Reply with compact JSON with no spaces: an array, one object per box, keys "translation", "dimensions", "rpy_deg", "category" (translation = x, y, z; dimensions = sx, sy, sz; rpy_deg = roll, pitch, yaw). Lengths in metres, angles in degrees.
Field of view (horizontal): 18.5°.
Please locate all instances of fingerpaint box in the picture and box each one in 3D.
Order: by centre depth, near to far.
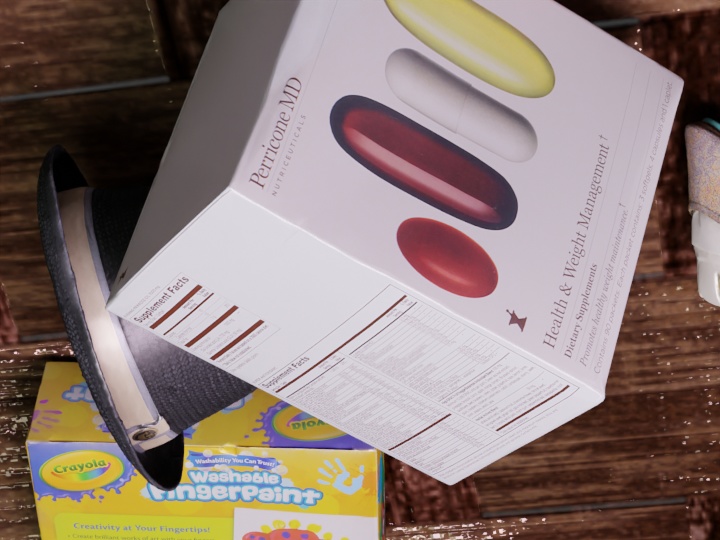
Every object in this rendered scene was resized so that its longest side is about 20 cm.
[{"translation":[-0.085,0.138,1.309],"dimensions":[0.199,0.073,0.167],"rpy_deg":[1,129,4],"category":"fingerpaint box"}]

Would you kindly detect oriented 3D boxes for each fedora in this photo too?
[{"translation":[-0.096,0.015,1.152],"dimensions":[0.091,0.201,0.201],"rpy_deg":[-18,126,2],"category":"fedora"}]

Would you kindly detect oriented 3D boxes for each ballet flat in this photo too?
[{"translation":[0.220,0.006,1.173],"dimensions":[0.067,0.068,0.200],"rpy_deg":[-47,116,-4],"category":"ballet flat"}]

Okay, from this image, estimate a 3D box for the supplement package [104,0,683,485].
[{"translation":[0.019,-0.039,1.062],"dimensions":[0.200,0.192,0.147],"rpy_deg":[28,147,-17],"category":"supplement package"}]
